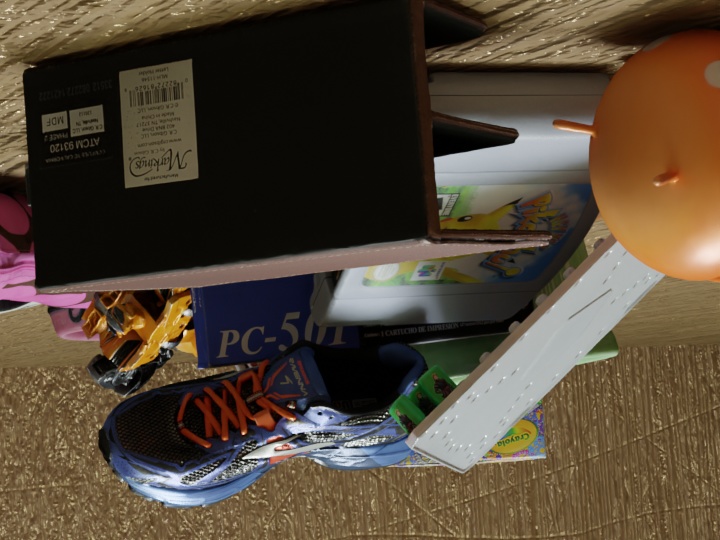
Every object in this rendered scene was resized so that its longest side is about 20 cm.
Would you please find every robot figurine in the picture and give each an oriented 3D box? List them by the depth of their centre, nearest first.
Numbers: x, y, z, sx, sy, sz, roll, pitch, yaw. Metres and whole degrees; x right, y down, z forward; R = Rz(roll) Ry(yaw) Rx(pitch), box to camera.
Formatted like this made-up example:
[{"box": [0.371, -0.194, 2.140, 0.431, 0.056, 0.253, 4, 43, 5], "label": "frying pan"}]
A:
[{"box": [0.190, -0.051, 0.849, 0.199, 0.145, 0.117, 0, 156, -31], "label": "robot figurine"}, {"box": [-0.099, 0.009, 1.182, 0.199, 0.058, 0.145, -16, 147, -55], "label": "robot figurine"}]

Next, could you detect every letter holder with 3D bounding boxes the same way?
[{"box": [-0.028, -0.049, 0.829, 0.199, 0.101, 0.142, -7, 175, 29], "label": "letter holder"}]

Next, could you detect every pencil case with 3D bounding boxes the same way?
[{"box": [-0.205, -0.009, 1.176, 0.093, 0.091, 0.199, 33, -164, 28], "label": "pencil case"}]

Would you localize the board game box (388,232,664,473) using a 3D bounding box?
[{"box": [0.106, 0.027, 1.021, 0.200, 0.026, 0.200, -45, 165, 1], "label": "board game box"}]

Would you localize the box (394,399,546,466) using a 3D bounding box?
[{"box": [0.069, 0.060, 1.489, 0.121, 0.194, 0.200, -3, 174, -6], "label": "box"}]

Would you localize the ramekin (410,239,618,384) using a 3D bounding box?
[{"box": [0.064, 0.025, 1.219, 0.198, 0.099, 0.200, -10, 174, -1], "label": "ramekin"}]

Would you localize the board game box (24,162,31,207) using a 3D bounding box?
[{"box": [-0.071, -0.058, 1.035, 0.199, 0.028, 0.135, -7, 175, 34], "label": "board game box"}]

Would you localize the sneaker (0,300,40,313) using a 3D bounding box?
[{"box": [-0.260, -0.002, 1.263, 0.088, 0.075, 0.200, -9, 172, 30], "label": "sneaker"}]

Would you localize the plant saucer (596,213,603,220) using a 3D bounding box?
[{"box": [0.135, -0.055, 1.204, 0.199, 0.033, 0.200, -4, 175, 0], "label": "plant saucer"}]

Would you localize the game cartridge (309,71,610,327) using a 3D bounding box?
[{"box": [0.058, -0.031, 0.973, 0.132, 0.041, 0.200, -6, 149, -20], "label": "game cartridge"}]

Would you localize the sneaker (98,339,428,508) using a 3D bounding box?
[{"box": [-0.049, 0.073, 1.021, 0.199, 0.076, 0.079, -11, 148, -24], "label": "sneaker"}]

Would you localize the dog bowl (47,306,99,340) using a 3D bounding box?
[{"box": [-0.163, 0.013, 1.483, 0.198, 0.074, 0.200, -3, 175, 0], "label": "dog bowl"}]

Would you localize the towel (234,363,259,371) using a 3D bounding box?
[{"box": [-0.061, 0.029, 1.361, 0.023, 0.145, 0.200, -35, 168, 18], "label": "towel"}]

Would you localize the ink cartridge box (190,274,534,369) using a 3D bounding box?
[{"box": [0.000, 0.000, 1.079, 0.198, 0.095, 0.044, -5, 178, -14], "label": "ink cartridge box"}]
